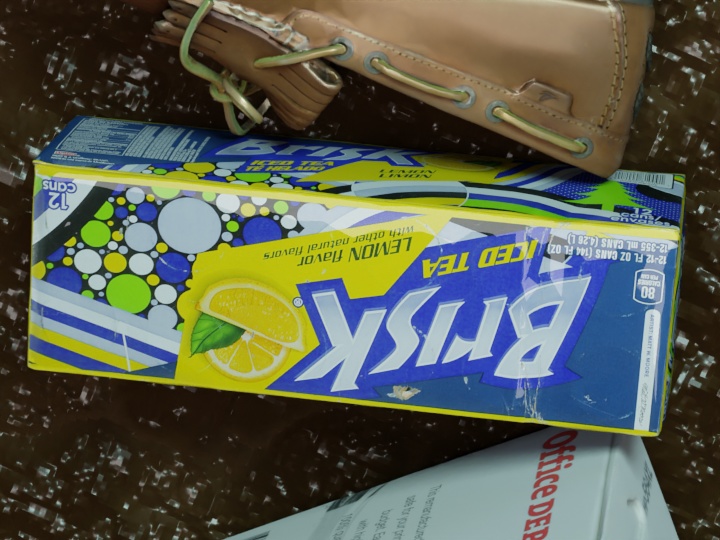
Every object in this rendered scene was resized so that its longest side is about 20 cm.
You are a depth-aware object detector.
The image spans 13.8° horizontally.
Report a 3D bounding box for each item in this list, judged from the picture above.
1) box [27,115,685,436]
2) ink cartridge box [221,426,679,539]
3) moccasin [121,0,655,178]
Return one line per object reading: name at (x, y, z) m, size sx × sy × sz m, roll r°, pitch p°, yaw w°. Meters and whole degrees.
box at (0.000, 0.000, 0.930) m, size 0.199 × 0.064 × 0.070 m, roll 6°, pitch 109°, yaw 7°
ink cartridge box at (0.002, 0.130, 0.930) m, size 0.199 × 0.146 × 0.085 m, roll -19°, pitch 104°, yaw 14°
moccasin at (-0.013, -0.072, 0.908) m, size 0.200 × 0.074 × 0.078 m, roll 12°, pitch 101°, yaw -6°
